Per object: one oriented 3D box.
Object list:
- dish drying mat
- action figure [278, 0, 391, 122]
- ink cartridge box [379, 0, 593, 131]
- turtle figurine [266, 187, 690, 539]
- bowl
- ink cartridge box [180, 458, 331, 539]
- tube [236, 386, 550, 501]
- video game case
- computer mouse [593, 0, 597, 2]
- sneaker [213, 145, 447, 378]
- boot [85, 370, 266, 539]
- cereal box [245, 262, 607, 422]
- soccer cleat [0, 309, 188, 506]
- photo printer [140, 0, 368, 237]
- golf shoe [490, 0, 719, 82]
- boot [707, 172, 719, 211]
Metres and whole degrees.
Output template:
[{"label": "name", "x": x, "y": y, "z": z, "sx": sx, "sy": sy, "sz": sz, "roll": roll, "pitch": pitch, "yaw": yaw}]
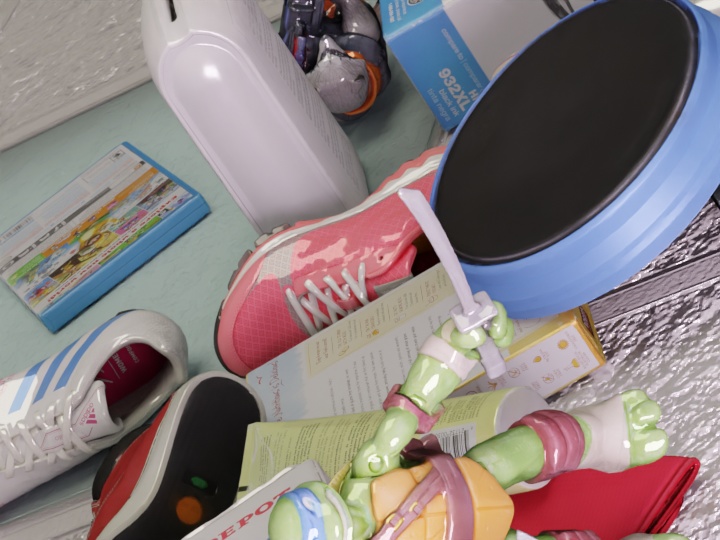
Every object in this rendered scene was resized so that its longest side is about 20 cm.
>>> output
[{"label": "dish drying mat", "x": 0.075, "y": 0.119, "z": 1.290, "sx": 0.200, "sy": 0.018, "sz": 0.077, "roll": -3, "pitch": 39, "yaw": 49}, {"label": "action figure", "x": -0.006, "y": -0.186, "z": 1.844, "sx": 0.104, "sy": 0.200, "sz": 0.194, "roll": 10, "pitch": 40, "yaw": 0}, {"label": "ink cartridge box", "x": 0.117, "y": -0.199, "z": 1.758, "sx": 0.200, "sy": 0.084, "sz": 0.145, "roll": -29, "pitch": 24, "yaw": 13}, {"label": "turtle figurine", "x": 0.071, "y": 0.090, "z": 1.102, "sx": 0.144, "sy": 0.194, "sz": 0.200, "roll": 51, "pitch": 124, "yaw": 36}, {"label": "bowl", "x": 0.118, "y": -0.067, "z": 1.403, "sx": 0.200, "sy": 0.039, "sz": 0.201, "roll": -34, "pitch": 33, "yaw": 25}, {"label": "ink cartridge box", "x": -0.042, "y": 0.193, "z": 1.218, "sx": 0.147, "sy": 0.086, "sz": 0.200, "roll": -33, "pitch": 23, "yaw": 3}, {"label": "tube", "x": 0.009, "y": 0.098, "z": 1.332, "sx": 0.200, "sy": 0.052, "sz": 0.058, "roll": -15, "pitch": 16, "yaw": 39}, {"label": "video game case", "x": -0.198, "y": -0.028, "z": 1.935, "sx": 0.143, "sy": 0.018, "sz": 0.200, "roll": -38, "pitch": 23, "yaw": -8}, {"label": "computer mouse", "x": 0.136, "y": -0.117, "z": 1.509, "sx": 0.058, "sy": 0.034, "sz": 0.201, "roll": 0, "pitch": 80, "yaw": 18}, {"label": "sneaker", "x": 0.000, "y": 0.000, "z": 1.548, "sx": 0.200, "sy": 0.074, "sz": 0.087, "roll": -35, "pitch": 25, "yaw": 0}, {"label": "boot", "x": -0.128, "y": 0.160, "z": 1.440, "sx": 0.144, "sy": 0.072, "sz": 0.200, "roll": -35, "pitch": 26, "yaw": 57}, {"label": "cereal box", "x": 0.031, "y": 0.055, "z": 1.442, "sx": 0.200, "sy": 0.040, "sz": 0.144, "roll": -31, "pitch": 25, "yaw": 11}, {"label": "soccer cleat", "x": -0.193, "y": 0.093, "z": 1.628, "sx": 0.200, "sy": 0.070, "sz": 0.086, "roll": -36, "pitch": 23, "yaw": -4}, {"label": "photo printer", "x": -0.071, "y": -0.106, "z": 1.684, "sx": 0.069, "sy": 0.200, "sz": 0.167, "roll": -30, "pitch": 24, "yaw": 9}, {"label": "golf shoe", "x": 0.171, "y": -0.105, "z": 1.547, "sx": 0.200, "sy": 0.075, "sz": 0.092, "roll": -22, "pitch": 47, "yaw": 25}, {"label": "boot", "x": 0.249, "y": -0.089, "z": 1.390, "sx": 0.162, "sy": 0.073, "sz": 0.198, "roll": -31, "pitch": 26, "yaw": 6}]
